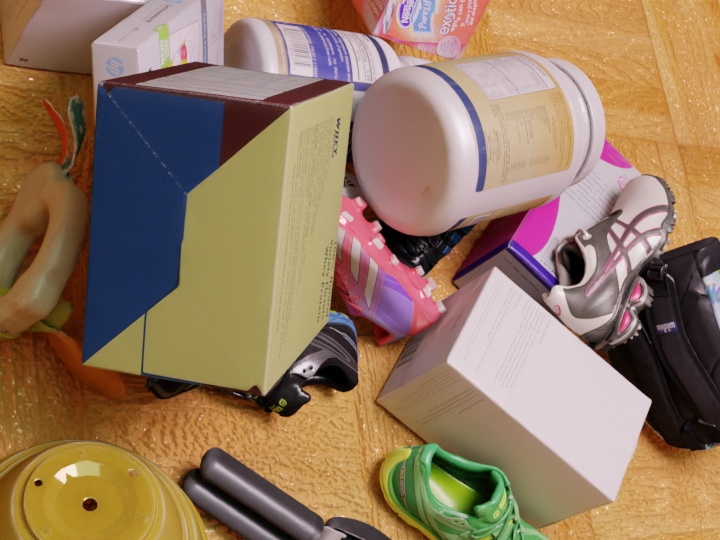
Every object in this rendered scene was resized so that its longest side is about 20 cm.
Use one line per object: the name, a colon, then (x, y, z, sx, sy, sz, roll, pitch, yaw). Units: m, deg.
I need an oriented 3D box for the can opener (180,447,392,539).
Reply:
can opener: (-0.055, 0.210, 1.056, 0.200, 0.053, 0.067, 34, 20, -17)

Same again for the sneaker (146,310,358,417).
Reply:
sneaker: (-0.081, 0.082, 1.075, 0.199, 0.071, 0.083, -4, 69, -35)

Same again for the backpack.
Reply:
backpack: (0.328, 0.079, 1.289, 0.153, 0.163, 0.201, -14, 83, -51)

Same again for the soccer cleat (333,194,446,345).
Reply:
soccer cleat: (0.000, 0.000, 1.117, 0.200, 0.076, 0.067, 44, 18, -44)

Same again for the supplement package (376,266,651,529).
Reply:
supplement package: (0.140, 0.119, 1.168, 0.200, 0.120, 0.121, 40, 52, -11)

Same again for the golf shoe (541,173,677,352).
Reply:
golf shoe: (0.234, -0.024, 1.197, 0.088, 0.077, 0.200, 31, 55, -11)

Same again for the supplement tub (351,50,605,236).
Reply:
supplement tub: (0.107, -0.117, 1.140, 0.199, 0.144, 0.145, -15, 77, -39)

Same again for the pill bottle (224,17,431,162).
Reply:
pill bottle: (-0.027, -0.161, 1.190, 0.199, 0.120, 0.120, 3, 67, -32)

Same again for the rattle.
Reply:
rattle: (-0.214, -0.023, 1.014, 0.142, 0.130, 0.201, 23, 52, -19)

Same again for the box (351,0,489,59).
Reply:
box: (0.043, -0.302, 1.261, 0.102, 0.095, 0.200, 12, 32, -27)

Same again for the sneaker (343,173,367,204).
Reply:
sneaker: (-0.073, -0.020, 1.128, 0.199, 0.075, 0.115, -9, 75, -30)

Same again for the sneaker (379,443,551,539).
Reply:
sneaker: (0.107, 0.220, 1.124, 0.200, 0.084, 0.074, 36, 54, -14)

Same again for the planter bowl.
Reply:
planter bowl: (-0.195, 0.183, 0.908, 0.199, 0.084, 0.201, 11, 46, -12)

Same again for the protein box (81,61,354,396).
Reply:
protein box: (-0.098, -0.041, 0.941, 0.134, 0.200, 0.200, 9, 14, 10)

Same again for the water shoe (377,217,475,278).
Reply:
water shoe: (0.078, -0.059, 1.235, 0.072, 0.079, 0.200, 47, 52, -5)

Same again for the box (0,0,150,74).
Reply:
box: (-0.249, -0.287, 1.103, 0.097, 0.124, 0.201, 2, 68, -32)

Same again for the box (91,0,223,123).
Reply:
box: (-0.158, -0.135, 1.036, 0.041, 0.157, 0.200, 9, 27, 11)

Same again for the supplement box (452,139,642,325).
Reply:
supplement box: (0.194, -0.038, 1.286, 0.101, 0.103, 0.200, 43, 54, -9)
